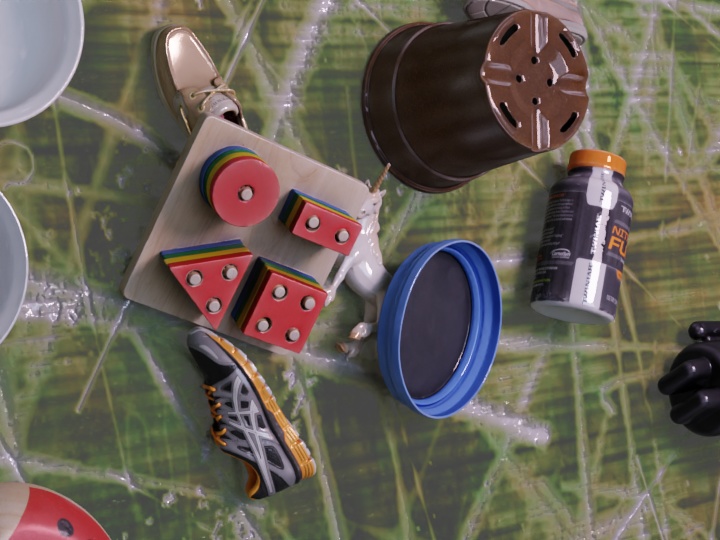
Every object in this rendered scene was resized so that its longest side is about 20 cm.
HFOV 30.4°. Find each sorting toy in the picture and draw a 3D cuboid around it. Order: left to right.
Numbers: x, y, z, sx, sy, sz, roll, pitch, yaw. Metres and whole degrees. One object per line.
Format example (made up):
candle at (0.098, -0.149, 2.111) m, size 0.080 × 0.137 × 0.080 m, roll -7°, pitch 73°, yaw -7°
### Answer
sorting toy at (-0.107, -0.024, 1.324) m, size 0.197 × 0.070 × 0.201 m, roll 22°, pitch 101°, yaw -28°

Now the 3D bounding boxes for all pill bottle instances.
pill bottle at (0.273, -0.043, 1.609) m, size 0.105 × 0.106 × 0.202 m, roll 18°, pitch 77°, yaw -31°

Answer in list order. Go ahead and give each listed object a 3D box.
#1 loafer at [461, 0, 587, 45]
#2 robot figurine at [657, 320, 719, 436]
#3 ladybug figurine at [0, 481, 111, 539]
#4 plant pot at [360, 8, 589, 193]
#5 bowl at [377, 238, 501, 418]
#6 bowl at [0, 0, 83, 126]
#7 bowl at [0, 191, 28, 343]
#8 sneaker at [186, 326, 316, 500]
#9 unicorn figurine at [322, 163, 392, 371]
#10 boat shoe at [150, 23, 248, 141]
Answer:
loafer at (0.196, -0.321, 1.604) m, size 0.199 × 0.072 × 0.064 m, roll 12°, pitch 68°, yaw -39°
robot figurine at (0.485, 0.149, 1.728) m, size 0.198 × 0.124 × 0.152 m, roll -3°, pitch 101°, yaw -33°
ladybug figurine at (-0.293, 0.278, 1.229) m, size 0.200 × 0.072 × 0.137 m, roll 39°, pitch 67°, yaw -26°
plant pot at (0.136, -0.194, 1.472) m, size 0.199 × 0.198 × 0.203 m, roll 2°, pitch 87°, yaw -34°
bowl at (0.089, 0.063, 1.483) m, size 0.200 × 0.039 × 0.203 m, roll -15°, pitch 109°, yaw -50°
bowl at (-0.359, -0.224, 1.196) m, size 0.199 × 0.090 × 0.204 m, roll 2°, pitch 86°, yaw -33°
bowl at (-0.402, -0.002, 1.162) m, size 0.199 × 0.090 × 0.204 m, roll 3°, pitch 85°, yaw -34°
sneaker at (-0.124, 0.147, 1.353) m, size 0.077 × 0.078 × 0.201 m, roll -34°, pitch 100°, yaw -12°
unicorn figurine at (0.000, 0.000, 1.453) m, size 0.137 × 0.073 × 0.201 m, roll -45°, pitch 127°, yaw -28°
boat shoe at (-0.150, -0.160, 1.353) m, size 0.073 × 0.069 × 0.202 m, roll -30°, pitch 103°, yaw -31°
